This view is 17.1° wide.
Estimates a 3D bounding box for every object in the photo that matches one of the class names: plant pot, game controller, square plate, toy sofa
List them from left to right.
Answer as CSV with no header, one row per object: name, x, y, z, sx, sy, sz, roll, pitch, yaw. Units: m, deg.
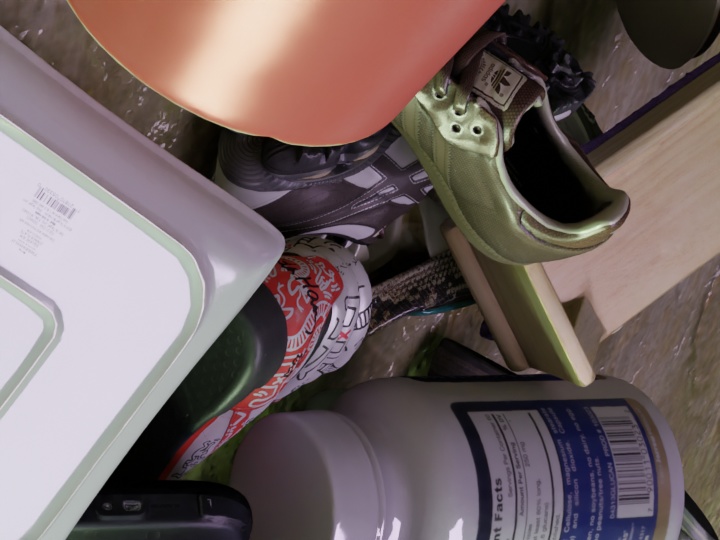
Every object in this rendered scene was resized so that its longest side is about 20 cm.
square plate,-0.149,0.021,0.873,0.200,0.028,0.199,36,93,-33
game controller,-0.145,0.120,0.980,0.198,0.042,0.104,1,152,-11
plant pot,-0.009,-0.154,0.811,0.200,0.201,0.178,-15,146,-46
toy sofa,0.135,-0.039,1.126,0.199,0.097,0.083,-35,113,-17

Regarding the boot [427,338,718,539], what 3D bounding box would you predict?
boot,0.072,0.151,1.279,0.175,0.199,0.069,-59,165,3

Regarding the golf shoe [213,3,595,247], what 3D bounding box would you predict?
golf shoe,0.014,-0.063,1.064,0.199,0.078,0.095,-14,146,-34

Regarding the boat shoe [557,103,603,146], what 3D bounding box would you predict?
boat shoe,0.094,-0.048,1.198,0.202,0.072,0.061,66,31,-46

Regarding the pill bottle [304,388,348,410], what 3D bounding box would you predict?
pill bottle,-0.015,0.168,1.178,0.114,0.113,0.201,70,37,-58

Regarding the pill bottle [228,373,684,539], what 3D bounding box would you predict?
pill bottle,0.043,0.104,1.095,0.199,0.111,0.112,1,125,-37

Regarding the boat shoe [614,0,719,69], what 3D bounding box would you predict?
boat shoe,0.166,-0.185,1.137,0.062,0.071,0.201,-33,143,-33

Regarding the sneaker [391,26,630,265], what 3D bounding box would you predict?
sneaker,0.037,-0.084,0.968,0.200,0.075,0.071,45,61,-25

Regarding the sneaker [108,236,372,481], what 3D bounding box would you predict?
sneaker,-0.076,0.058,1.032,0.201,0.067,0.108,-42,169,36

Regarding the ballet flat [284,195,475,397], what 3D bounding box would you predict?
ballet flat,0.000,0.000,1.129,0.199,0.068,0.076,-24,117,-37
